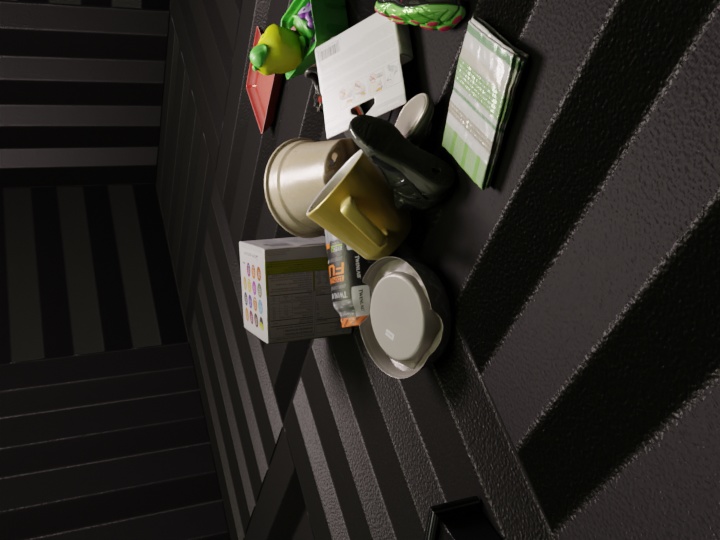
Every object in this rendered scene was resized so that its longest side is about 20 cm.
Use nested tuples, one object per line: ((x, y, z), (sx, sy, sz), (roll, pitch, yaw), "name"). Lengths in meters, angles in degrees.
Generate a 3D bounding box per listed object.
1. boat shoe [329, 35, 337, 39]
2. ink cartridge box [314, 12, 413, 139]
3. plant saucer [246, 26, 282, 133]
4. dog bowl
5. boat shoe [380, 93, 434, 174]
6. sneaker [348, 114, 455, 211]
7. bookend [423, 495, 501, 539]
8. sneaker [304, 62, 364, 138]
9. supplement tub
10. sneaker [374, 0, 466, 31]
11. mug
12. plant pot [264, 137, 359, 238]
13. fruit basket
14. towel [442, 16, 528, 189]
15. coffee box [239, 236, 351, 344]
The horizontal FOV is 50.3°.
((-0.011, -0.401, 1.455), (0.201, 0.068, 0.072), (-122, 36, -48), "boat shoe")
((0.009, -0.345, 1.360), (0.197, 0.043, 0.179), (-15, 80, 41), "ink cartridge box")
((-0.255, -0.508, 2.054), (0.202, 0.036, 0.203), (112, 146, -47), "plant saucer")
((0.076, 0.077, 1.304), (0.198, 0.058, 0.206), (11, 104, 52), "dog bowl")
((0.085, -0.225, 1.298), (0.200, 0.056, 0.069), (131, 143, -53), "boat shoe")
((0.055, -0.166, 1.254), (0.197, 0.077, 0.115), (34, 147, 8), "sneaker")
((0.172, 0.494, 1.158), (0.200, 0.090, 0.204), (-133, 44, -54), "bookend")
((-0.053, -0.319, 1.519), (0.204, 0.080, 0.077), (64, 154, 6), "sneaker")
((0.000, 0.000, 1.438), (0.122, 0.119, 0.206), (160, 104, -66), "supplement tub")
((0.091, -0.428, 1.200), (0.199, 0.075, 0.086), (33, 107, 48), "sneaker")
((0.002, -0.089, 1.309), (0.149, 0.153, 0.188), (-36, 16, 41), "mug")
((-0.063, -0.174, 1.500), (0.182, 0.196, 0.207), (-5, 90, 56), "plant pot")
((-0.140, -0.482, 1.586), (0.215, 0.210, 0.160), (162, 102, -66), "fruit basket")
((0.175, -0.241, 1.109), (0.150, 0.030, 0.204), (-118, 31, -48), "towel")
((-0.144, 0.036, 1.687), (0.199, 0.195, 0.204), (-164, 70, -65), "coffee box")
